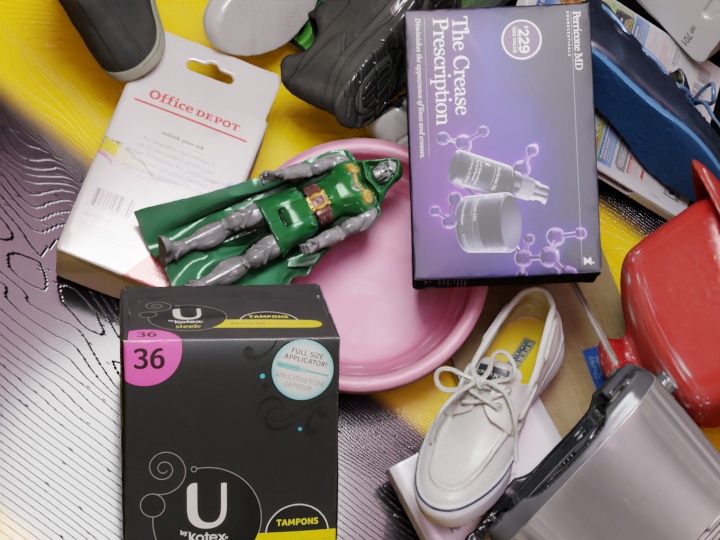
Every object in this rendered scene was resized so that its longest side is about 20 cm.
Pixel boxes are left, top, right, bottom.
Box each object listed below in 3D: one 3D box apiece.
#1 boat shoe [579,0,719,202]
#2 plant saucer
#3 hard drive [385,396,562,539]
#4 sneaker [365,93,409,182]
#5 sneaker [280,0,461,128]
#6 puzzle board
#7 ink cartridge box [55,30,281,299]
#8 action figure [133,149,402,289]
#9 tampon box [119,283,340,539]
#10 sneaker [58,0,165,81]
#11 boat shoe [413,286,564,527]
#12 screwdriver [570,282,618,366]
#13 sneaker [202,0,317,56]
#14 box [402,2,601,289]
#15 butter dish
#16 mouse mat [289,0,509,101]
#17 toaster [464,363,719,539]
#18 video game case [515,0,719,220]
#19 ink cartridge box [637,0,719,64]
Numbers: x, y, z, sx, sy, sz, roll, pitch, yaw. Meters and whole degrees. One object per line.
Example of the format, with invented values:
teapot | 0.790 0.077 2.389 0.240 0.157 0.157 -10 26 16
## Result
boat shoe | 0.238 -0.137 1.574 0.200 0.084 0.069 47 57 -18
plant saucer | 0.000 0.000 1.547 0.199 0.051 0.202 0 74 1
hard drive | 0.122 0.209 1.502 0.131 0.027 0.201 -26 82 -15
sneaker | 0.101 -0.134 1.615 0.199 0.075 0.081 -31 96 -18
sneaker | 0.011 -0.200 1.579 0.090 0.076 0.200 23 54 27
puzzle board | 0.142 0.059 1.575 0.150 0.017 0.201 -16 74 -14
ink cartridge box | -0.146 -0.074 1.554 0.116 0.068 0.201 21 70 -1
action figure | -0.054 -0.039 1.498 0.199 0.055 0.119 -27 83 -20
tampon box | -0.094 0.122 1.413 0.149 0.126 0.201 -2 107 -7
sneaker | -0.212 -0.248 1.556 0.075 0.106 0.200 -30 51 2
boat shoe | 0.097 0.089 1.467 0.074 0.086 0.202 20 55 23
screwdriver | 0.156 0.003 1.538 0.029 0.028 0.201 -11 46 -6
sneaker | -0.077 -0.241 1.616 0.088 0.076 0.200 17 46 31
box | 0.104 -0.091 1.488 0.140 0.079 0.201 -2 84 0
butter dish | 0.251 0.045 1.520 0.147 0.200 0.200 -26 75 5
mouse mat | 0.028 -0.235 1.646 0.200 0.008 0.161 -41 66 -18
toaster | 0.181 0.174 1.440 0.129 0.114 0.200 43 91 -1
video game case | 0.199 -0.146 1.610 0.199 0.018 0.144 28 67 -24
ink cartridge box | 0.337 -0.278 1.630 0.200 0.147 0.086 -35 77 -30
